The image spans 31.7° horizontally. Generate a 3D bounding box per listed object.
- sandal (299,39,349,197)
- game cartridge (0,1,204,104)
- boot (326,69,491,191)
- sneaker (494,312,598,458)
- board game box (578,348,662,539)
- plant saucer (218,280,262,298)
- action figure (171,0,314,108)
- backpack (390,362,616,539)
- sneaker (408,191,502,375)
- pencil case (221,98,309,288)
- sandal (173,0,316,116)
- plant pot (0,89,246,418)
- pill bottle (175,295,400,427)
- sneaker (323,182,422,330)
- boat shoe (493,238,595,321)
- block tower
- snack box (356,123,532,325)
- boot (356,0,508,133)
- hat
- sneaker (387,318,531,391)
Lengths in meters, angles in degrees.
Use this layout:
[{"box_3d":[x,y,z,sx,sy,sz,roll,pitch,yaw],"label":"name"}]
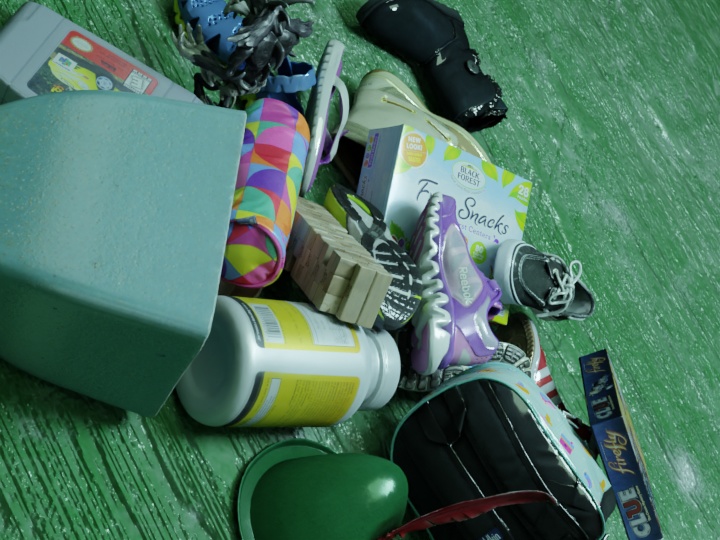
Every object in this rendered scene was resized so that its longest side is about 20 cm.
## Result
[{"box_3d":[-0.033,-0.166,1.361,0.049,0.083,0.204,15,60,-9],"label":"sandal"},{"box_3d":[-0.247,-0.158,1.155,0.199,0.041,0.134,29,44,-9],"label":"game cartridge"},{"box_3d":[0.058,-0.126,1.457,0.200,0.072,0.155,40,39,-10],"label":"boot"},{"box_3d":[0.206,0.148,1.408,0.112,0.071,0.202,27,45,-34],"label":"sneaker"},{"box_3d":[0.269,0.179,1.324,0.200,0.034,0.137,-66,136,-73],"label":"board game box"},{"box_3d":[-0.173,-0.040,1.181,0.199,0.034,0.202,25,47,-30],"label":"plant saucer"},{"box_3d":[-0.124,-0.211,1.227,0.102,0.200,0.119,49,41,10],"label":"action figure"},{"box_3d":[0.130,0.190,1.217,0.201,0.175,0.153,53,21,-2],"label":"backpack"},{"box_3d":[0.095,0.015,1.253,0.087,0.081,0.202,5,56,-9],"label":"sneaker"},{"box_3d":[-0.098,-0.075,1.178,0.088,0.088,0.201,36,36,-21],"label":"pencil case"},{"box_3d":[-0.115,-0.235,1.347,0.200,0.087,0.080,48,40,-5],"label":"sandal"},{"box_3d":[-0.219,-0.026,0.986,0.198,0.196,0.198,16,61,-16],"label":"plant pot"},{"box_3d":[-0.061,0.085,1.142,0.199,0.112,0.113,7,57,-43],"label":"pill bottle"},{"box_3d":[0.000,0.000,1.248,0.073,0.081,0.201,19,27,-29],"label":"sneaker"},{"box_3d":[0.208,0.018,1.400,0.199,0.068,0.074,38,62,-55],"label":"boat shoe"},{"box_3d":[-0.039,-0.017,1.198,0.054,0.058,0.200,17,14,-30],"label":"block tower"},{"box_3d":[0.085,-0.046,1.377,0.199,0.067,0.170,21,76,-37],"label":"snack box"},{"box_3d":[0.097,-0.259,1.591,0.199,0.076,0.169,3,57,-52],"label":"boot"},{"box_3d":[0.019,0.189,1.094,0.199,0.176,0.167,-15,73,-50],"label":"hat"},{"box_3d":[0.073,0.098,1.312,0.198,0.090,0.079,20,75,-15],"label":"sneaker"}]
